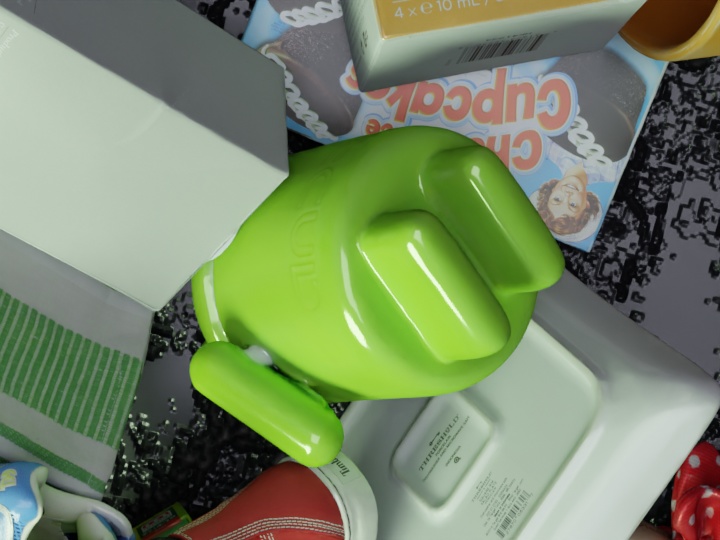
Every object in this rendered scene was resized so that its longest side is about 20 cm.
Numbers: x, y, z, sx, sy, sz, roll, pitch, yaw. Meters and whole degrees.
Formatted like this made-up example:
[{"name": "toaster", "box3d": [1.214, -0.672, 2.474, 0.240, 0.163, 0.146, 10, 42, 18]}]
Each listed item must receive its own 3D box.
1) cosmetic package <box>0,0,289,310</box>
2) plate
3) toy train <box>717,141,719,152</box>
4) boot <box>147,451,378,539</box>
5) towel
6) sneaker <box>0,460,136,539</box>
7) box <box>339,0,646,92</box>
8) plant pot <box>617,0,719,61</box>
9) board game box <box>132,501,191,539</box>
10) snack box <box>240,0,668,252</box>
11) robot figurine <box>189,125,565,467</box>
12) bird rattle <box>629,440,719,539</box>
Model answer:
[{"name": "cosmetic package", "box3d": [-0.136, -0.079, 0.803, 0.199, 0.091, 0.107, 30, 124, -31]}, {"name": "plate", "box3d": [0.048, 0.088, 0.871, 0.032, 0.200, 0.200, 30, 97, -38]}, {"name": "toy train", "box3d": [0.277, -0.058, 0.929, 0.198, 0.034, 0.046, 7, 93, -2]}, {"name": "boot", "box3d": [-0.065, 0.188, 0.837, 0.144, 0.072, 0.201, -25, 129, -37]}, {"name": "towel", "box3d": [-0.152, -0.010, 0.857, 0.152, 0.023, 0.201, 31, 56, -27]}, {"name": "sneaker", "box3d": [-0.125, 0.153, 0.834, 0.077, 0.076, 0.200, -23, 136, 20]}, {"name": "box", "box3d": [0.043, -0.198, 0.851, 0.123, 0.097, 0.202, -11, 83, -7]}, {"name": "plant pot", "box3d": [0.212, -0.203, 0.843, 0.182, 0.200, 0.202, -7, 97, -15]}, {"name": "board game box", "box3d": [-0.086, 0.232, 0.944, 0.101, 0.048, 0.201, -29, 97, -10]}, {"name": "snack box", "box3d": [0.043, -0.100, 0.920, 0.199, 0.037, 0.117, 22, 97, -3]}, {"name": "robot figurine", "box3d": [0.000, 0.000, 0.838, 0.116, 0.199, 0.176, 51, 59, -19]}, {"name": "bird rattle", "box3d": [0.121, 0.164, 0.939, 0.198, 0.113, 0.164, -2, 117, -21]}]
